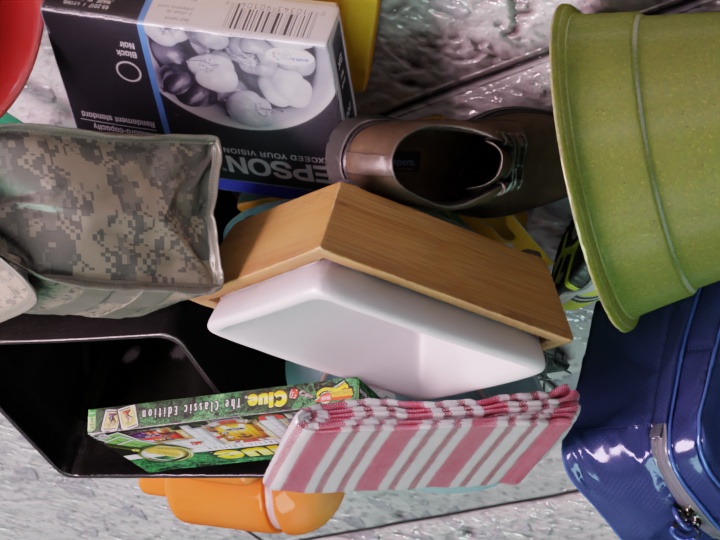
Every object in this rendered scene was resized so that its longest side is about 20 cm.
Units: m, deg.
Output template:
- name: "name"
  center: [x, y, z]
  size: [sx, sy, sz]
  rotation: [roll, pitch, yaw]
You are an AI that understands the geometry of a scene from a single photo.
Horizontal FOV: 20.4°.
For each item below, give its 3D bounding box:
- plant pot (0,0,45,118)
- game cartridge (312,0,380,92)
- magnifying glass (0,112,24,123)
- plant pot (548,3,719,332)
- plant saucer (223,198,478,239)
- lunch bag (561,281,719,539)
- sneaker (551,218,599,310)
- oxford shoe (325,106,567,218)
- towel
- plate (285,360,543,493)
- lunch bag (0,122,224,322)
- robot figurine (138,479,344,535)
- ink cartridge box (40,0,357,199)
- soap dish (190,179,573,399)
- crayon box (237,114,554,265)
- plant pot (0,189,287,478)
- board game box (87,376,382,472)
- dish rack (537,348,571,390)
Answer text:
- name: "plant pot"
  center: [-0.329, -0.169, 1.268]
  size: [0.177, 0.201, 0.200]
  rotation: [-4, 145, 45]
- name: "game cartridge"
  center: [-0.083, -0.194, 1.261]
  size: [0.198, 0.033, 0.177]
  rotation: [12, 149, 1]
- name: "magnifying glass"
  center: [-0.230, -0.087, 1.446]
  size: [0.199, 0.022, 0.080]
  rotation: [30, 168, 13]
- name: "plant pot"
  center: [0.228, -0.078, 1.177]
  size: [0.189, 0.201, 0.200]
  rotation: [-11, 142, 17]
- name: "plant saucer"
  center: [0.000, 0.000, 1.408]
  size: [0.198, 0.028, 0.200]
  rotation: [7, 159, 2]
- name: "lunch bag"
  center: [0.239, 0.103, 1.423]
  size: [0.132, 0.201, 0.136]
  rotation: [-14, 133, 35]
- name: "sneaker"
  center: [0.193, -0.016, 1.375]
  size: [0.076, 0.076, 0.200]
  rotation: [24, 150, -14]
- name: "oxford shoe"
  center: [0.083, -0.065, 1.277]
  size: [0.199, 0.073, 0.084]
  rotation: [-6, -169, -31]
- name: "towel"
  center: [0.038, 0.117, 1.364]
  size: [0.198, 0.030, 0.147]
  rotation: [-1, 157, -13]
- name: "plate"
  center: [0.036, 0.097, 1.449]
  size: [0.199, 0.026, 0.201]
  rotation: [11, 134, 12]
- name: "lunch bag"
  center: [-0.205, -0.027, 1.260]
  size: [0.199, 0.119, 0.164]
  rotation: [3, 171, -27]
- name: "robot figurine"
  center: [-0.095, 0.172, 1.770]
  size: [0.198, 0.117, 0.144]
  rotation: [4, 141, 20]
- name: "ink cartridge box"
  center: [-0.096, -0.103, 1.319]
  size: [0.197, 0.044, 0.201]
  rotation: [8, 144, 15]
- name: "soap dish"
  center: [0.014, 0.015, 1.284]
  size: [0.199, 0.082, 0.157]
  rotation: [20, 158, -30]
- name: "crayon box"
  center: [0.029, -0.044, 1.425]
  size: [0.199, 0.052, 0.126]
  rotation: [-8, 142, 35]
- name: "plant pot"
  center: [-0.164, 0.032, 1.509]
  size: [0.199, 0.178, 0.200]
  rotation: [-4, 144, 24]
- name: "board game box"
  center: [-0.078, 0.109, 1.395]
  size: [0.199, 0.024, 0.105]
  rotation: [-8, 159, 18]
- name: "dish rack"
  center: [0.071, 0.080, 1.551]
  size: [0.152, 0.055, 0.200]
  rotation: [-5, 166, 26]
